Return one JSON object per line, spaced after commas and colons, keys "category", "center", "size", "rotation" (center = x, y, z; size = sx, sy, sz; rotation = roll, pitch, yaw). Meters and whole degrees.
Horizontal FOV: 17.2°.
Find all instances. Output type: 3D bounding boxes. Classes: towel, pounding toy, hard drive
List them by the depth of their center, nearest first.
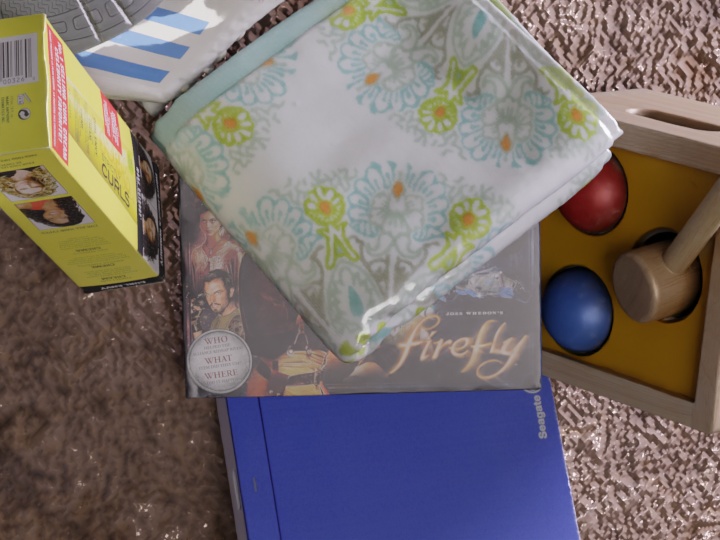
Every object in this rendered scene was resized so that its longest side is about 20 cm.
{"category": "towel", "center": [0.015, -0.071, 1.268], "size": [0.200, 0.171, 0.048], "rotation": [-37, 159, -13]}
{"category": "pounding toy", "center": [0.178, -0.016, 1.312], "size": [0.142, 0.200, 0.185], "rotation": [-10, 110, -43]}
{"category": "hard drive", "center": [0.023, 0.116, 1.378], "size": [0.199, 0.025, 0.132], "rotation": [-5, 76, -19]}

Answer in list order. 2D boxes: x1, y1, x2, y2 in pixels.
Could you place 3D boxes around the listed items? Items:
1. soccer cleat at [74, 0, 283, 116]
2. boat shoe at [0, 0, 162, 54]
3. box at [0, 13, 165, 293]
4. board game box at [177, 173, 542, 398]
{"category": "soccer cleat", "center": [-0.095, -0.135, 1.275], "size": [0.199, 0.070, 0.087], "rotation": [-22, 122, -8]}
{"category": "boat shoe", "center": [-0.124, -0.181, 1.212], "size": [0.202, 0.065, 0.075], "rotation": [-50, 123, -23]}
{"category": "box", "center": [-0.149, -0.055, 1.197], "size": [0.050, 0.200, 0.076], "rotation": [-8, 69, 9]}
{"category": "board game box", "center": [0.000, 0.000, 1.321], "size": [0.199, 0.035, 0.136], "rotation": [-2, 100, 0]}
